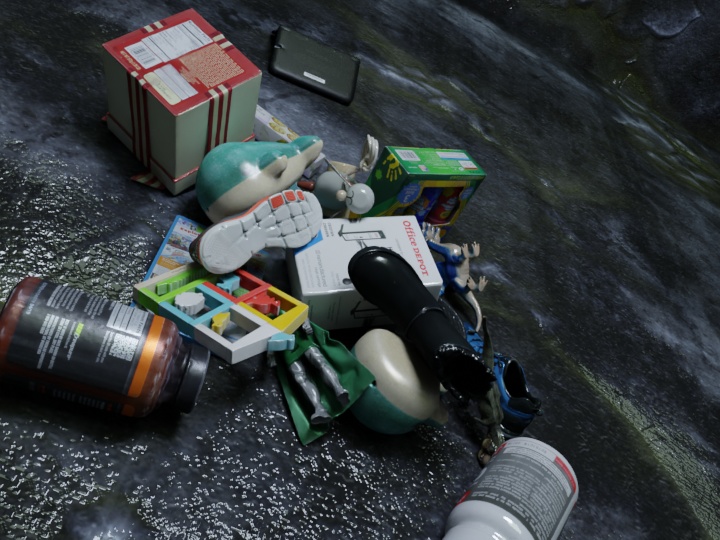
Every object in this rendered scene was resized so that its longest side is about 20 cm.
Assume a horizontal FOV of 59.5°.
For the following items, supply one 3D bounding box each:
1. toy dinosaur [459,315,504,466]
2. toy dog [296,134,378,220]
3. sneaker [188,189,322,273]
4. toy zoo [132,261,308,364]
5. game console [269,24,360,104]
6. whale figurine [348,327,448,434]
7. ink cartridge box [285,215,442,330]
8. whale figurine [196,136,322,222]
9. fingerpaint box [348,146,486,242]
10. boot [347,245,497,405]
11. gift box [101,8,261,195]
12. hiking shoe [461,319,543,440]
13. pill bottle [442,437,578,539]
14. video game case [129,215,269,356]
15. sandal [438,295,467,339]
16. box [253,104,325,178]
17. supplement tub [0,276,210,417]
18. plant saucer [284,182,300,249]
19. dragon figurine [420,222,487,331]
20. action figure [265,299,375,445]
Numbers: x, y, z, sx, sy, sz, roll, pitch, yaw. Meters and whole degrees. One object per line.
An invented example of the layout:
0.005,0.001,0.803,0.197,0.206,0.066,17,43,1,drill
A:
0.161,0.159,0.867,0.047,0.088,0.203,-8,95,-29,toy dinosaur
-0.044,-0.128,0.985,0.095,0.200,0.134,5,78,-14,toy dog
-0.141,-0.058,0.835,0.199,0.078,0.081,-23,19,-38,sneaker
-0.154,0.045,0.749,0.198,0.021,0.131,26,32,26,toy zoo
-0.112,-0.462,1.430,0.198,0.116,0.178,17,70,-20,game console
0.048,0.150,0.828,0.159,0.104,0.199,48,15,20,whale figurine
0.000,0.000,0.903,0.197,0.085,0.147,-5,47,-15,ink cartridge box
-0.150,-0.150,0.917,0.199,0.159,0.104,-38,96,-26,whale figurine
0.095,-0.122,1.083,0.198,0.168,0.074,-6,50,-41,fingerpaint box
0.076,0.068,0.773,0.198,0.073,0.163,44,8,-30,boot
-0.277,-0.239,0.930,0.199,0.187,0.185,-34,73,-30,gift box
0.201,0.145,0.933,0.074,0.087,0.201,-1,49,-37,hiking shoe
0.167,0.292,0.724,0.114,0.114,0.199,44,38,14,pill bottle
-0.205,0.017,0.831,0.142,0.018,0.201,23,38,-13,video game case
0.107,0.064,0.972,0.048,0.075,0.202,24,29,-54,sandal
-0.155,-0.244,1.139,0.199,0.039,0.041,38,36,6,box
-0.259,0.086,0.643,0.198,0.107,0.108,21,38,-17,supplement tub
-0.118,-0.109,1.037,0.069,0.019,0.201,5,45,-33,plant saucer
0.155,0.010,1.066,0.058,0.099,0.203,-13,90,-44,dragon figurine
-0.079,0.097,0.782,0.200,0.118,0.055,51,3,36,action figure
